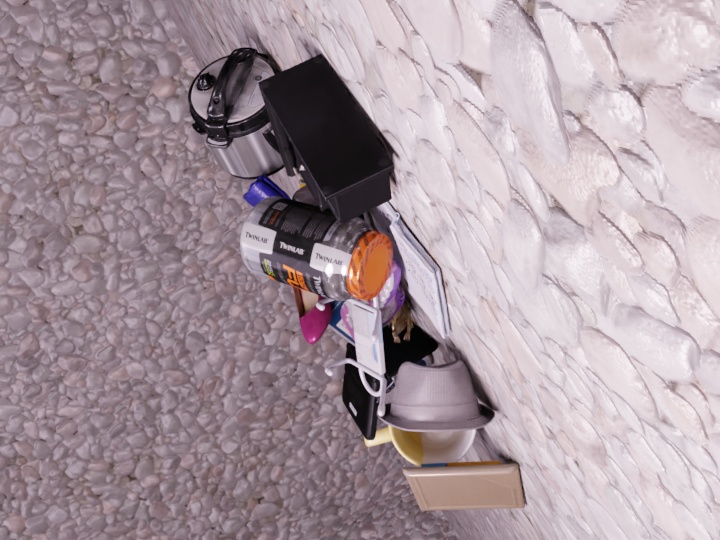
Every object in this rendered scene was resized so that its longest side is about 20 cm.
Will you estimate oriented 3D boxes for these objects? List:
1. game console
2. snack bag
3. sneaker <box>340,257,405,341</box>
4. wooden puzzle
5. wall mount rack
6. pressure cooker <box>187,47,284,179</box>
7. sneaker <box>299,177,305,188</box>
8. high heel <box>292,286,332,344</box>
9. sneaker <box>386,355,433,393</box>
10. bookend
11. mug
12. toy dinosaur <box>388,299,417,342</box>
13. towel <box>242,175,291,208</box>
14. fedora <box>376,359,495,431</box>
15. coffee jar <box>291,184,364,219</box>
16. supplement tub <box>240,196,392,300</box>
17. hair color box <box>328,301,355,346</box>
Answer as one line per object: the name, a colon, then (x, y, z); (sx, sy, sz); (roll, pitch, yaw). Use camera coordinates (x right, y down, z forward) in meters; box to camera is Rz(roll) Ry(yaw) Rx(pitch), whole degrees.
game console: (0.048, 0.189, 1.332); (0.200, 0.116, 0.177); (-142, 56, -72)
snack bag: (0.066, -0.017, 1.069); (0.200, 0.021, 0.189); (56, 172, 32)
sneaker: (0.033, 0.035, 1.166); (0.081, 0.088, 0.200); (60, 153, 23)
wooden puzzle: (0.179, 0.362, 1.249); (0.200, 0.184, 0.037); (67, -158, -53)
wall mount rack: (0.004, 0.117, 1.094); (0.174, 0.074, 0.201); (22, 124, 52)
pressure cooker: (-0.206, -0.277, 1.294); (0.176, 0.178, 0.200); (59, 174, 30)
sneaker: (-0.070, -0.138, 1.338); (0.090, 0.075, 0.200); (57, 164, 4)
high heel: (-0.103, 0.035, 1.256); (0.096, 0.067, 0.200); (37, -153, -31)
sneaker: (0.076, 0.183, 1.439); (0.070, 0.108, 0.200); (58, 172, 13)
bookend: (-0.035, -0.133, 0.965); (0.199, 0.092, 0.200); (60, 172, 26)
mug: (0.114, 0.269, 1.334); (0.186, 0.150, 0.153); (16, 173, 10)
toy dinosaur: (0.066, 0.058, 1.308); (0.200, 0.058, 0.101); (-105, 4, -50)
towel: (-0.121, -0.091, 1.341); (0.200, 0.050, 0.148); (42, 171, -12)
fedora: (0.112, 0.181, 1.113); (0.200, 0.176, 0.091); (24, -116, -84)
coffee jar: (-0.035, -0.051, 1.203); (0.085, 0.104, 0.200); (29, 144, 48)
supplement tub: (-0.062, -0.029, 1.063); (0.199, 0.123, 0.123); (17, 149, 28)
hair color box: (-0.050, 0.057, 1.356); (0.100, 0.061, 0.200); (41, -178, -30)
